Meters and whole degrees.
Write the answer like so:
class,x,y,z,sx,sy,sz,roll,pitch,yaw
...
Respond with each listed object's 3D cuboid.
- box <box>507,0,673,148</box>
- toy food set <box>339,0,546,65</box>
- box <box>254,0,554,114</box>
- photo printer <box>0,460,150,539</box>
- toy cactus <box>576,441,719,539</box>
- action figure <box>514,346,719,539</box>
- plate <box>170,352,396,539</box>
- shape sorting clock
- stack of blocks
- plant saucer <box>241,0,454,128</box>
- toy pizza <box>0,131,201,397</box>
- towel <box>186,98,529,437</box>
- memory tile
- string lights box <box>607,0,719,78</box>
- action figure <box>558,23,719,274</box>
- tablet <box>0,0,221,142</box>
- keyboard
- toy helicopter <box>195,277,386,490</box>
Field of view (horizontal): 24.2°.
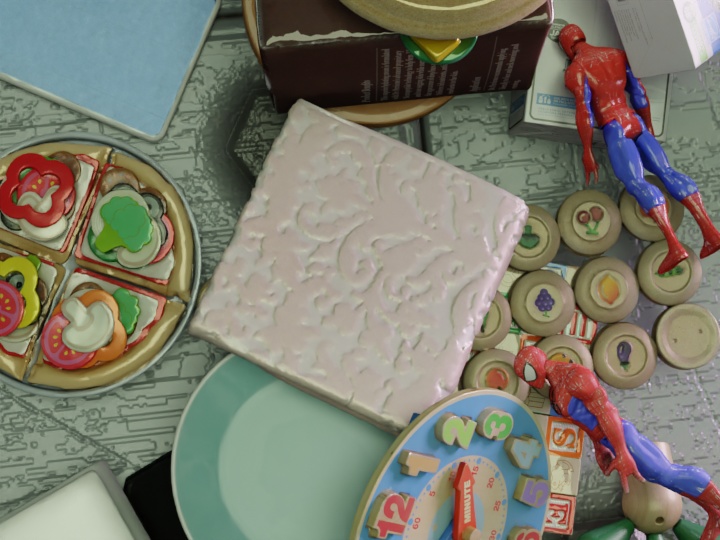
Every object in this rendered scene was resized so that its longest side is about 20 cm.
class,x,y,z,sx,sy,sz,roll,pitch,yaw
box,0.185,-0.200,1.303,0.116,0.060,0.200,9,84,-5
toy food set,0.049,-0.241,1.089,0.198,0.049,0.200,-41,83,-7
box,0.025,-0.218,1.194,0.200,0.166,0.165,-5,81,-1
photo printer,-0.210,0.264,1.217,0.166,0.069,0.200,-29,88,-8
toy cactus,0.220,0.212,1.264,0.200,0.102,0.165,-2,75,2
action figure,0.187,0.124,1.194,0.200,0.065,0.052,44,86,-4
plate,-0.034,0.140,1.188,0.200,0.026,0.201,1,81,-4
shape sorting clock,0.066,0.178,1.157,0.200,0.039,0.200,-14,112,-37
stack of blocks,0.110,0.092,1.270,0.115,0.059,0.200,8,84,-6
plant saucer,0.009,-0.211,1.301,0.200,0.032,0.201,1,85,-6
toy pizza,-0.218,-0.006,1.245,0.200,0.032,0.201,0,82,3
towel,0.000,0.000,1.191,0.191,0.032,0.200,25,70,1
memory tile,0.159,0.018,1.244,0.200,0.017,0.154,-13,87,-8
string lights box,0.264,-0.232,1.257,0.200,0.059,0.103,-36,112,-37
action figure,0.195,-0.094,1.234,0.065,0.052,0.200,-19,77,-22
tablet,-0.220,-0.193,1.285,0.200,0.014,0.130,23,83,-4
keyboard,-0.086,0.218,1.260,0.104,0.040,0.200,-31,90,16
toy helicopter,-0.033,0.065,1.252,0.200,0.079,0.132,38,82,3
